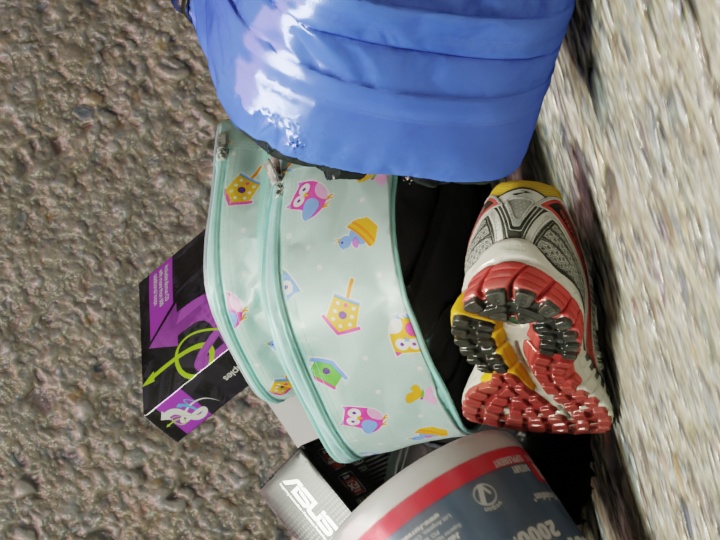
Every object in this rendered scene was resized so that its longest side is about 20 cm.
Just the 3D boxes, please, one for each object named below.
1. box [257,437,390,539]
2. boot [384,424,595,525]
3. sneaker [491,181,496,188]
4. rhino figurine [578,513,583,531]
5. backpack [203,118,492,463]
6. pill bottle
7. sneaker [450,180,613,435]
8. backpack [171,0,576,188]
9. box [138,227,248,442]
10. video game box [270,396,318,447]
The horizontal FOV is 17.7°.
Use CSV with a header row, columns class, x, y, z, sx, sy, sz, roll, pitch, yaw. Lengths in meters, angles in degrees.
class,x,y,z,sx,sy,sz,roll,pitch,yaw
box,0.041,0.166,1.447,0.160,0.044,0.200,50,-157,13
boot,0.080,0.072,1.324,0.162,0.073,0.200,-170,95,-69
sneaker,0.047,0.003,1.471,0.080,0.076,0.201,11,119,45
rhino figurine,0.101,0.152,1.392,0.088,0.059,0.201,-56,34,34
backpack,0.000,0.000,1.244,0.201,0.152,0.176,-95,-13,-46
pill bottle,0.082,0.193,1.164,0.200,0.119,0.120,55,170,20
sneaker,0.090,0.024,1.144,0.200,0.077,0.083,80,-163,-63
backpack,0.003,-0.142,0.998,0.201,0.161,0.168,-103,21,-46
box,-0.060,0.000,1.464,0.036,0.200,0.143,41,-159,-29
video game box,0.009,0.042,1.563,0.183,0.047,0.200,-60,-28,-20
